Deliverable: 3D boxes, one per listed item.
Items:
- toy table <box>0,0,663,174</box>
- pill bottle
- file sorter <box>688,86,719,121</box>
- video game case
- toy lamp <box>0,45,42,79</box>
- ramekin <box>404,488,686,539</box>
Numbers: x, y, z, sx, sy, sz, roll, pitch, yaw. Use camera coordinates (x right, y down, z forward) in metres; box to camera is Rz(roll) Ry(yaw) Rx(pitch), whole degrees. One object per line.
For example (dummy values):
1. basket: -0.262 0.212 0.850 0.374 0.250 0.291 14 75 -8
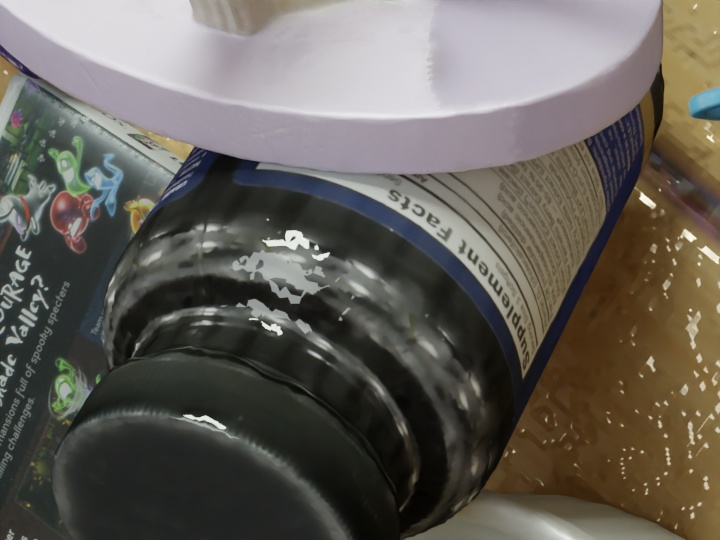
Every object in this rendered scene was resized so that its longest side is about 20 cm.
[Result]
1. toy table: -0.021 -0.112 0.661 0.200 0.184 0.117 10 137 16
2. pill bottle: 0.000 0.000 0.709 0.112 0.200 0.112 16 137 16
3. file sorter: 0.143 -0.140 0.676 0.123 0.139 0.200 -13 84 34
4. video game case: -0.083 0.063 0.880 0.182 0.023 0.200 33 108 26
5. toy lamp: -0.147 -0.149 0.897 0.058 0.058 0.200 -45 67 23
6. ramekin: 0.039 0.157 0.763 0.200 0.098 0.201 0 90 31
